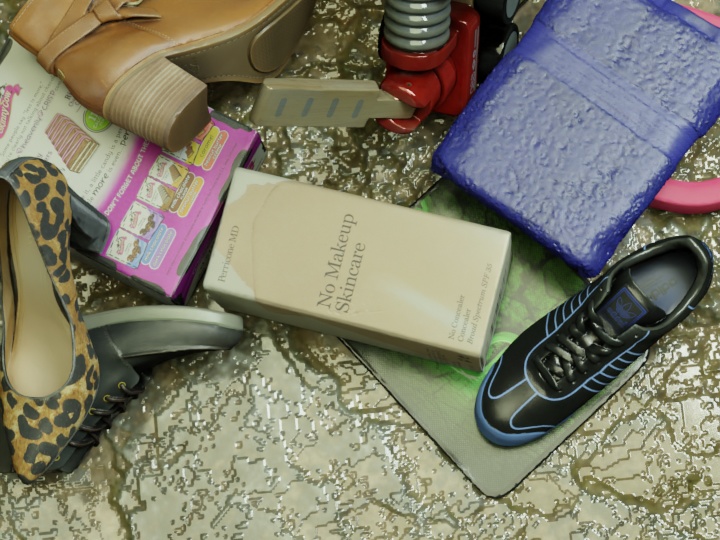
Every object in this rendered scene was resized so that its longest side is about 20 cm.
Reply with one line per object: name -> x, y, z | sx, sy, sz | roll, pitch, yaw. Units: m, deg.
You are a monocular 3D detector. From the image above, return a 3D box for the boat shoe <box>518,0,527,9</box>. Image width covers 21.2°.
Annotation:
boat shoe -> 0.160, -0.253, 1.395 | 0.200, 0.073, 0.065 | -36, 87, 9

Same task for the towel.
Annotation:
towel -> 0.161, -0.109, 1.340 | 0.147, 0.050, 0.200 | 36, 82, 12

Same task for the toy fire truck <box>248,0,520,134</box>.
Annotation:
toy fire truck -> 0.022, -0.172, 1.298 | 0.128, 0.177, 0.200 | 15, 39, 16

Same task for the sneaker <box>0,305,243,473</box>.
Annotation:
sneaker -> -0.173, 0.085, 1.352 | 0.199, 0.075, 0.107 | -8, 81, 13

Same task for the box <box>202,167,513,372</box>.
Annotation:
box -> 0.000, 0.000, 1.341 | 0.199, 0.078, 0.096 | 12, 81, 8

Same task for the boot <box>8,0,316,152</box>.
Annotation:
boot -> -0.135, -0.180, 1.366 | 0.155, 0.077, 0.200 | 34, 63, 19

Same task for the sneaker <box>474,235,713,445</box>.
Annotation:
sneaker -> 0.159, 0.043, 1.320 | 0.200, 0.078, 0.070 | -40, 78, -5

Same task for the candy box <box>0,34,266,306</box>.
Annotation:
candy box -> -0.186, -0.076, 1.386 | 0.199, 0.061, 0.137 | 27, 80, 8

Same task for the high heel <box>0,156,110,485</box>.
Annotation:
high heel -> -0.223, 0.031, 1.257 | 0.071, 0.143, 0.201 | 5, 75, 18

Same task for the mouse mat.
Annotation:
mouse mat -> 0.085, 0.040, 1.369 | 0.161, 0.008, 0.200 | -43, 78, -5

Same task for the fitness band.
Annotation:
fitness band -> 0.207, -0.120, 1.380 | 0.199, 0.037, 0.144 | 17, 83, 9
